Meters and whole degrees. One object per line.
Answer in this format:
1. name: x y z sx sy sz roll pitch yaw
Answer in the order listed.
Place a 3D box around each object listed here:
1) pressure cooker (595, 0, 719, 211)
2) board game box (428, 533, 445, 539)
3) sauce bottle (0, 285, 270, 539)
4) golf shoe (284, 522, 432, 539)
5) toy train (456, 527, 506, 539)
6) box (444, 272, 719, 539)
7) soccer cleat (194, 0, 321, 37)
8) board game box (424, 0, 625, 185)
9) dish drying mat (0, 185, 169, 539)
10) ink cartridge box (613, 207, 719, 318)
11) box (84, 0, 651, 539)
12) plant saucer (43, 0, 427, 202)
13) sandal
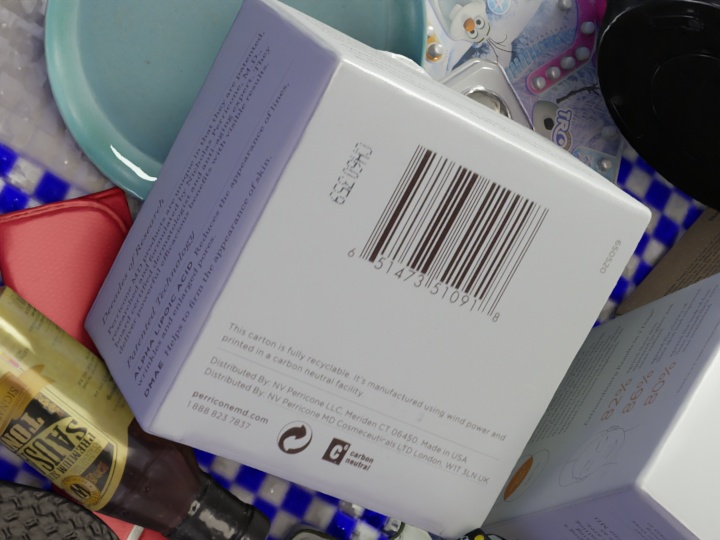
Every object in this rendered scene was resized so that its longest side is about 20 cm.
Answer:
1. pressure cooker: 0.246 -0.147 1.028 0.179 0.175 0.200 50 62 -21
2. board game box: 0.123 0.239 1.061 0.197 0.043 0.203 9 86 -23
3. sauce bottle: -0.132 0.082 0.918 0.199 0.066 0.066 38 75 -11
4. golf shoe: -0.042 0.188 0.986 0.198 0.079 0.098 -7 55 -13
5. toy train: 0.094 0.199 0.969 0.046 0.034 0.201 -37 130 -6
6. box: 0.160 0.102 0.954 0.106 0.200 0.153 40 64 -9
7. soccer cleat: -0.008 -0.187 0.986 0.198 0.069 0.078 -22 110 -4
8. board game box: 0.069 -0.084 1.049 0.198 0.026 0.202 15 83 -23
9. dish drying mat: -0.135 0.062 0.962 0.076 0.018 0.202 -15 96 -22
10. ink cartridge box: 0.269 -0.012 1.062 0.200 0.164 0.075 -46 109 -17
11. box: 0.000 0.000 0.920 0.198 0.131 0.201 23 101 -28
12. plant saucer: -0.064 -0.122 0.953 0.198 0.027 0.202 -3 113 -8
13. sandal: -0.198 0.133 0.924 0.199 0.045 0.076 29 74 -11
